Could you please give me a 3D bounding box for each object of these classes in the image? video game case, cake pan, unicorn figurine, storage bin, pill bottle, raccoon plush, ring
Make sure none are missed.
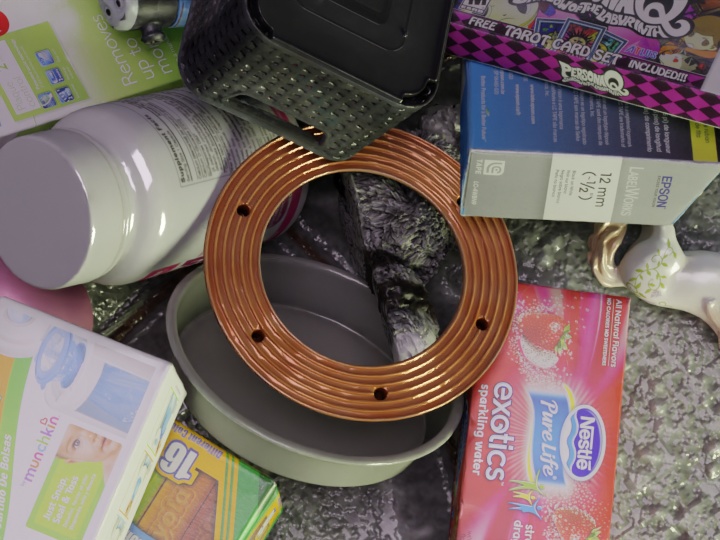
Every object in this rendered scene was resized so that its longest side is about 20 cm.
[{"bbox_3d":[0.177,-0.183,1.362,0.199,0.036,0.182,18,56,20],"label":"video game case"},{"bbox_3d":[-0.032,0.065,1.377,0.200,0.037,0.201,16,34,-11],"label":"cake pan"},{"bbox_3d":[0.244,0.006,1.441,0.199,0.074,0.138,19,86,18],"label":"unicorn figurine"},{"bbox_3d":[-0.019,-0.188,1.340,0.135,0.094,0.201,24,61,-23],"label":"storage bin"},{"bbox_3d":[-0.135,-0.054,1.372,0.200,0.113,0.114,-18,72,-50],"label":"pill bottle"},{"bbox_3d":[0.063,-0.024,1.425,0.133,0.097,0.201,-12,71,-9],"label":"raccoon plush"},{"bbox_3d":[0.000,0.000,1.345,0.200,0.019,0.201,4,68,-11],"label":"ring"}]

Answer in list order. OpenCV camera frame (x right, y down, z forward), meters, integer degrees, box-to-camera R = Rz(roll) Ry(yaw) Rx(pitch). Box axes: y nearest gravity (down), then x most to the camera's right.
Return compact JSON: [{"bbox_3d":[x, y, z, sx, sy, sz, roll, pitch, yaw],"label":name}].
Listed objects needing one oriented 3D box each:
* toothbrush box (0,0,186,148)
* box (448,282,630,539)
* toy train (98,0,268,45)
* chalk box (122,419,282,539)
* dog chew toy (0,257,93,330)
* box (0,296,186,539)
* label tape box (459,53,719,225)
[{"bbox_3d":[-0.221,-0.147,1.419,0.200,0.086,0.146,-22,75,-34],"label":"toothbrush box"},{"bbox_3d":[0.113,0.115,1.392,0.099,0.096,0.201,7,76,0],"label":"box"},{"bbox_3d":[-0.095,-0.209,1.415,0.199,0.087,0.115,-9,80,-31],"label":"toy train"},{"bbox_3d":[-0.151,0.195,1.354,0.124,0.124,0.200,29,77,7],"label":"chalk box"},{"bbox_3d":[-0.227,0.041,1.393,0.124,0.125,0.201,5,74,1],"label":"dog chew toy"},{"bbox_3d":[-0.192,0.134,1.254,0.112,0.101,0.201,21,78,5],"label":"box"},{"bbox_3d":[0.163,-0.099,1.373,0.199,0.066,0.144,4,47,-2],"label":"label tape box"}]
